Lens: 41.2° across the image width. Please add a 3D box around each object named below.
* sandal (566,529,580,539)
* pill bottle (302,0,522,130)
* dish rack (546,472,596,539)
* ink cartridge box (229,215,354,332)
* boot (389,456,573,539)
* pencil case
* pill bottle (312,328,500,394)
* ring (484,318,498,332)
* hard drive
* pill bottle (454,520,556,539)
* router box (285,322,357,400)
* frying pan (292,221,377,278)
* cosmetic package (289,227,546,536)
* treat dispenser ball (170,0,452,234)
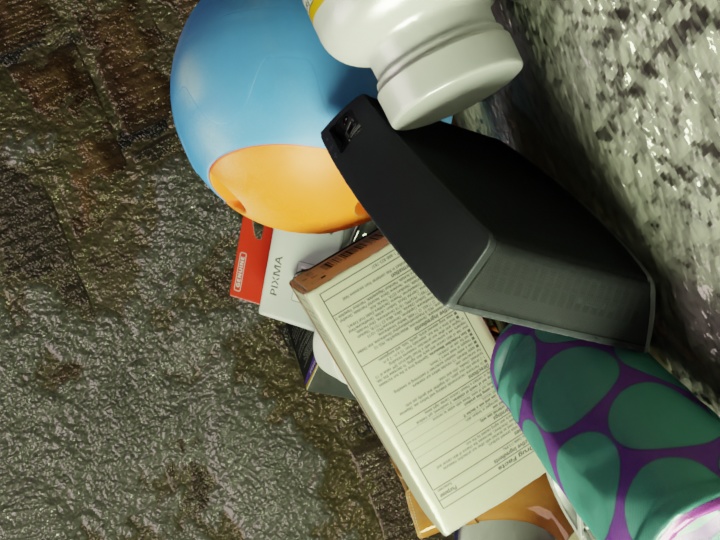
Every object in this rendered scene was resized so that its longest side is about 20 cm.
[{"bbox_3d":[0.155,0.283,0.776,0.080,0.054,0.200,43,115,47],"label":"sandal"},{"bbox_3d":[0.009,-0.178,0.489,0.104,0.104,0.200,105,141,-84],"label":"pill bottle"},{"bbox_3d":[0.183,0.173,0.654,0.200,0.043,0.172,-117,6,-48],"label":"dish rack"},{"bbox_3d":[-0.069,-0.052,0.956,0.044,0.173,0.200,4,-82,-53],"label":"ink cartridge box"},{"bbox_3d":[0.125,0.221,0.907,0.200,0.155,0.074,-118,6,-48],"label":"boot"},{"bbox_3d":[0.135,0.086,0.467,0.092,0.085,0.200,29,-167,-22],"label":"pencil case"},{"bbox_3d":[0.056,0.086,0.849,0.200,0.110,0.110,23,145,42],"label":"pill bottle"},{"bbox_3d":[0.101,0.008,1.009,0.200,0.019,0.201,156,90,-87],"label":"ring"},{"bbox_3d":[0.064,-0.034,0.514,0.042,0.135,0.200,-65,29,21],"label":"hard drive"},{"bbox_3d":[0.170,0.311,1.116,0.200,0.120,0.120,82,164,-75],"label":"pill bottle"},{"bbox_3d":[0.024,0.081,1.044,0.052,0.200,0.157,-65,27,24],"label":"router box"},{"bbox_3d":[0.004,0.015,0.835,0.190,0.031,0.115,-42,52,47],"label":"frying pan"},{"bbox_3d":[0.044,0.071,0.687,0.200,0.103,0.087,62,172,-10],"label":"cosmetic package"},{"bbox_3d":[-0.034,-0.127,0.682,0.201,0.201,0.201,157,90,-86],"label":"treat dispenser ball"}]
